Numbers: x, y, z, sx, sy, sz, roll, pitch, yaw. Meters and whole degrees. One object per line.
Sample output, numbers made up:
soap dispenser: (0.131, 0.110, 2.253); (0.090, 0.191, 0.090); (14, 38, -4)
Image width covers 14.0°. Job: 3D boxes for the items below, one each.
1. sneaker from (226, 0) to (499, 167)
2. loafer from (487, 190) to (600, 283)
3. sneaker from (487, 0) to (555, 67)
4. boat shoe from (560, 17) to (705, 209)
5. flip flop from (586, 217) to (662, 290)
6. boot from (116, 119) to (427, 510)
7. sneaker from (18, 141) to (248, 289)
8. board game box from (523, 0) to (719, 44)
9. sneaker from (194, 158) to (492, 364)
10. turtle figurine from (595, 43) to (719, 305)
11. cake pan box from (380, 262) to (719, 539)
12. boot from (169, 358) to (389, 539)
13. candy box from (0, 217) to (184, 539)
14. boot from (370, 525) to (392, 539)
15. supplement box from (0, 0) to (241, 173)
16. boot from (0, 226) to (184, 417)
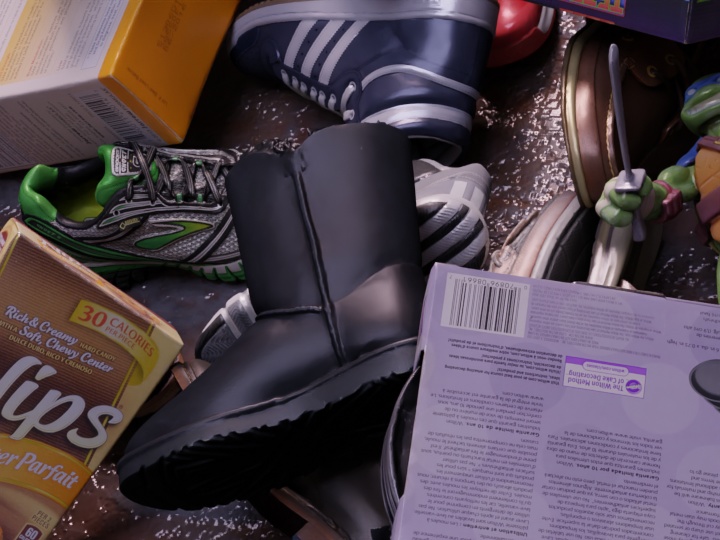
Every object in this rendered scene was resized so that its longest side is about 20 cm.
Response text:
sneaker: (-0.008, -0.105, 1.743); (0.200, 0.070, 0.109); (-4, 74, 41)
loafer: (0.075, 0.025, 1.586); (0.063, 0.072, 0.200); (8, 46, 20)
sneaker: (0.055, -0.221, 1.765); (0.078, 0.116, 0.200); (-24, 50, 8)
boat shoe: (0.154, -0.106, 1.636); (0.067, 0.072, 0.200); (-3, 33, 18)
flip flop: (0.143, 0.044, 1.567); (0.058, 0.081, 0.200); (9, 55, 14)
boot: (-0.049, 0.022, 1.561); (0.200, 0.076, 0.168); (-24, 57, 15)
sneaker: (-0.111, -0.039, 1.736); (0.200, 0.085, 0.078); (-12, 53, 18)
board game box: (0.170, -0.181, 1.642); (0.165, 0.057, 0.200); (21, 23, 35)
sneaker: (0.000, 0.000, 1.678); (0.200, 0.075, 0.116); (-29, 18, 27)
turtle figurine: (0.205, -0.030, 1.519); (0.144, 0.200, 0.194); (-11, 72, -21)
cake pan box: (0.111, 0.097, 1.428); (0.200, 0.052, 0.184); (8, 59, -1)
boot: (-0.019, 0.100, 1.606); (0.097, 0.075, 0.200); (-37, 60, -10)
candy box: (-0.204, 0.085, 1.639); (0.200, 0.115, 0.055); (-54, 15, 3)
boot: (0.079, 0.187, 1.482); (0.198, 0.073, 0.163); (33, 95, 7)
supplement box: (-0.179, -0.136, 1.816); (0.200, 0.074, 0.126); (-6, 53, 42)
boot: (-0.208, 0.008, 1.696); (0.200, 0.166, 0.072); (19, 67, 35)
